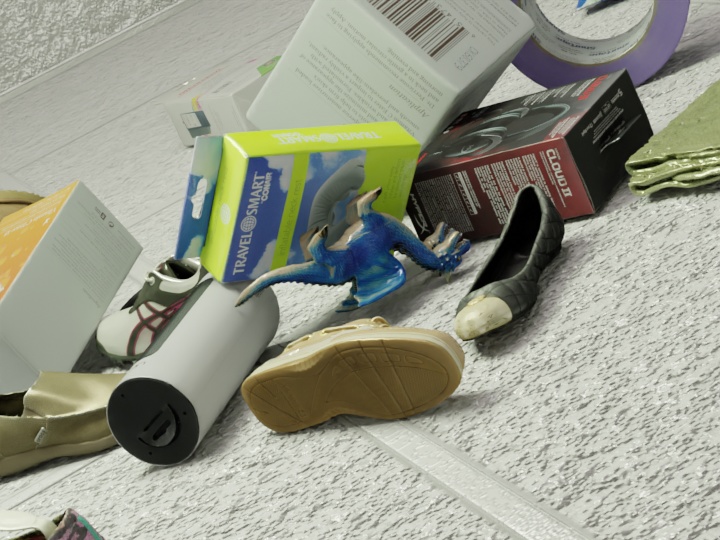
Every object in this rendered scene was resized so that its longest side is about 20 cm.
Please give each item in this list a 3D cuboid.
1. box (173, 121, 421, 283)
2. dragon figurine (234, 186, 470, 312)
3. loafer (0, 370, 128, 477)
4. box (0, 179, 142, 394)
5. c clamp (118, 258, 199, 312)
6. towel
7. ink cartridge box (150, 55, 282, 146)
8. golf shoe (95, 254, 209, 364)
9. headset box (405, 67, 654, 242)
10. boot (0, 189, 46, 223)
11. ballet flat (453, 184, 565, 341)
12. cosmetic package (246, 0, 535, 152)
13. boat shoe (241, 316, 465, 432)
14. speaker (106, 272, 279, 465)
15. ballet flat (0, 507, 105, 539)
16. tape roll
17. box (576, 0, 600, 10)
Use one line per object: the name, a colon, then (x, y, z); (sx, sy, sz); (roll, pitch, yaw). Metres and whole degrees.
box: (-0.052, -0.058, 1.606); (0.199, 0.123, 0.048); (-7, 34, -34)
dragon figurine: (0.000, 0.000, 1.575); (0.199, 0.100, 0.059); (-36, 8, -22)
loafer: (-0.248, 0.117, 1.604); (0.199, 0.068, 0.076); (-21, 18, 13)
box: (-0.312, 0.029, 1.800); (0.124, 0.098, 0.201); (-21, 30, 38)
c clamp: (-0.139, 0.003, 1.868); (0.199, 0.027, 0.171); (-15, 25, 26)
towel: (0.318, -0.122, 1.581); (0.148, 0.037, 0.200); (-8, 25, 45)
ink cartridge box: (-0.169, -0.217, 2.460); (0.117, 0.068, 0.199); (-37, 22, -31)
golf shoe: (-0.171, 0.028, 1.728); (0.199, 0.089, 0.077); (-13, 22, 38)
headset box: (0.152, -0.099, 1.670); (0.199, 0.078, 0.149); (-13, 21, 37)
boot: (-0.370, 0.023, 1.886); (0.174, 0.202, 0.066); (3, -25, -35)
ballet flat: (0.109, -0.002, 1.480); (0.066, 0.057, 0.200); (-17, 19, 27)
cosmetic package: (0.028, -0.189, 1.823); (0.165, 0.165, 0.200); (-44, -7, -46)
boat shoe: (0.000, 0.066, 1.404); (0.199, 0.074, 0.069); (-11, 28, 39)
speaker: (-0.132, 0.075, 1.549); (0.081, 0.082, 0.200); (-16, 20, 25)
ballet flat: (-0.271, 0.208, 1.366); (0.199, 0.072, 0.069); (-18, 19, 22)
tape roll: (0.226, -0.278, 1.881); (0.199, 0.201, 0.085); (-19, 18, 19)
box: (0.340, -0.371, 2.227); (0.199, 0.048, 0.122); (-19, 18, 17)
